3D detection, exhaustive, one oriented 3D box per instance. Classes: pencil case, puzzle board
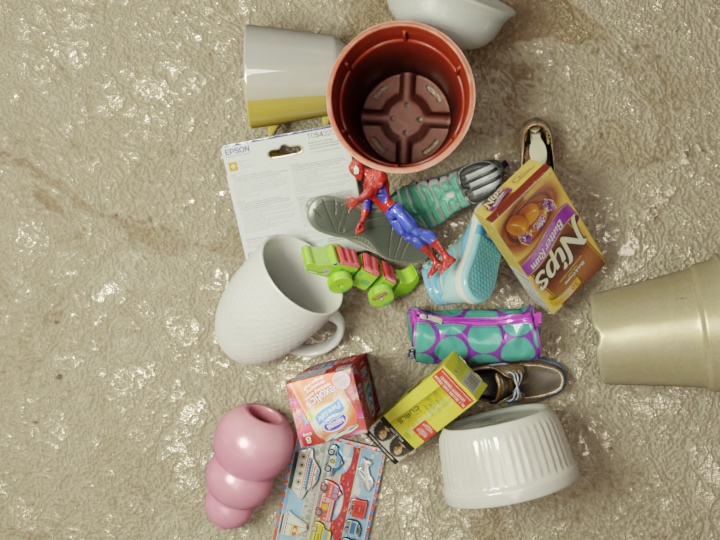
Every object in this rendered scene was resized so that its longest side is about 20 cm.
[{"bbox_3d":[0.169,0.095,1.257,0.198,0.093,0.086,-2,51,4],"label":"pencil case"},{"bbox_3d":[-0.052,0.364,1.326,0.149,0.017,0.202,12,93,5],"label":"puzzle board"}]

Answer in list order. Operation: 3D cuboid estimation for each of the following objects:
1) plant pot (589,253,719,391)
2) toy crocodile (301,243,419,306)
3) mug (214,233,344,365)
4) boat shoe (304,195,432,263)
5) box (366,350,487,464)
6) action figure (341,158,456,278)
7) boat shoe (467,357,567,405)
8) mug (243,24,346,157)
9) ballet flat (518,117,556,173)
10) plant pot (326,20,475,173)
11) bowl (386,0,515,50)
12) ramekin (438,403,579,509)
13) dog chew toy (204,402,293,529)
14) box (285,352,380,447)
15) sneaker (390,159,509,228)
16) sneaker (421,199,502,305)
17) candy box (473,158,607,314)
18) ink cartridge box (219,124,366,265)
[{"bbox_3d":[0.428,0.087,1.195,0.182,0.200,0.202,-8,91,17],"label":"plant pot"},{"bbox_3d":[0.000,0.000,1.243,0.199,0.068,0.062,18,131,-31],"label":"toy crocodile"},{"bbox_3d":[-0.115,0.068,1.261,0.199,0.148,0.175,29,125,-25],"label":"mug"},{"bbox_3d":[0.013,-0.066,1.240,0.200,0.065,0.075,15,101,-16],"label":"boat shoe"},{"bbox_3d":[0.095,0.207,1.244,0.075,0.050,0.200,47,125,2],"label":"box"},{"bbox_3d":[0.035,-0.062,1.168,0.099,0.065,0.200,-40,96,-24],"label":"action figure"},{"bbox_3d":[0.216,0.175,1.264,0.198,0.072,0.073,-6,92,6],"label":"boat shoe"},{"bbox_3d":[-0.093,-0.279,1.262,0.152,0.187,0.150,-2,50,-3],"label":"mug"},{"bbox_3d":[0.265,-0.129,1.250,0.067,0.067,0.202,-7,92,5],"label":"ballet flat"},{"bbox_3d":[0.063,-0.232,1.201,0.199,0.195,0.203,0,92,6],"label":"plant pot"},{"bbox_3d":[0.116,-0.370,1.208,0.200,0.201,0.091,25,113,4],"label":"bowl"},{"bbox_3d":[0.206,0.262,1.207,0.198,0.200,0.106,-14,87,6],"label":"ramekin"},{"bbox_3d":[-0.181,0.309,1.290,0.124,0.125,0.201,23,102,4],"label":"dog chew toy"},{"bbox_3d":[-0.035,0.186,1.225,0.099,0.200,0.096,-14,89,6],"label":"box"},{"bbox_3d":[0.132,-0.115,1.272,0.199,0.087,0.075,-16,100,30],"label":"sneaker"},{"bbox_3d":[0.155,-0.034,1.263,0.079,0.130,0.201,40,59,-24],"label":"sneaker"},{"bbox_3d":[0.262,-0.046,1.204,0.117,0.056,0.200,-43,123,-4],"label":"candy box"},{"bbox_3d":[-0.097,-0.113,1.277,0.194,0.043,0.202,-9,106,6],"label":"ink cartridge box"}]
